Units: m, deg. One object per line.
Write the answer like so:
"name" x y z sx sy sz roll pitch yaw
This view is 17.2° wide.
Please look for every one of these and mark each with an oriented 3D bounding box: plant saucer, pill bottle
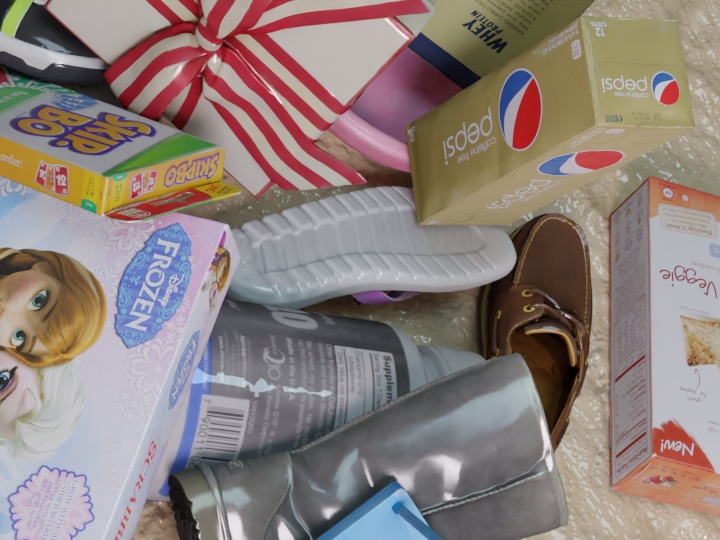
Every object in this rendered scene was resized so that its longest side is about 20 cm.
"plant saucer" 0.028 -0.142 1.495 0.200 0.051 0.201 13 58 -21
"pill bottle" -0.032 0.079 1.301 0.199 0.114 0.114 9 60 -23

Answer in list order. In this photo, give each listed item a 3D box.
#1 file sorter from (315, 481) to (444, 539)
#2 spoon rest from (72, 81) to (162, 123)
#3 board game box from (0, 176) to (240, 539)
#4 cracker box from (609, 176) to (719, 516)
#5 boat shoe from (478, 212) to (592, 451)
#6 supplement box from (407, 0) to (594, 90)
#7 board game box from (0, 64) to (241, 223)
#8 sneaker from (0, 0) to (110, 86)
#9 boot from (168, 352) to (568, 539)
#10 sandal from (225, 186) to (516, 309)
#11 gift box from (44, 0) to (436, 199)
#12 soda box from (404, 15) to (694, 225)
"file sorter" -0.008 0.230 1.150 0.200 0.123 0.139 -36 110 -9
"spoon rest" -0.150 -0.032 1.325 0.099 0.060 0.201 48 39 -44
"board game box" -0.187 0.047 1.206 0.199 0.041 0.201 13 66 14
"cracker box" 0.226 0.053 1.484 0.133 0.058 0.201 15 58 -19
"boat shoe" 0.109 0.046 1.421 0.072 0.068 0.201 25 55 -13
"supplement box" 0.073 -0.242 1.417 0.200 0.200 0.134 37 53 -4
"board game box" -0.164 -0.070 1.257 0.199 0.030 0.095 24 25 30
"sneaker" -0.205 -0.185 1.343 0.200 0.083 0.072 44 24 22
"boot" 0.012 0.151 1.244 0.199 0.073 0.183 -16 110 -19
"sandal" -0.003 -0.006 1.406 0.202 0.050 0.083 -5 49 -30
"gift box" -0.033 -0.163 1.297 0.200 0.185 0.187 39 44 -2
"soda box" 0.102 -0.081 1.347 0.067 0.200 0.064 -1 75 -29
